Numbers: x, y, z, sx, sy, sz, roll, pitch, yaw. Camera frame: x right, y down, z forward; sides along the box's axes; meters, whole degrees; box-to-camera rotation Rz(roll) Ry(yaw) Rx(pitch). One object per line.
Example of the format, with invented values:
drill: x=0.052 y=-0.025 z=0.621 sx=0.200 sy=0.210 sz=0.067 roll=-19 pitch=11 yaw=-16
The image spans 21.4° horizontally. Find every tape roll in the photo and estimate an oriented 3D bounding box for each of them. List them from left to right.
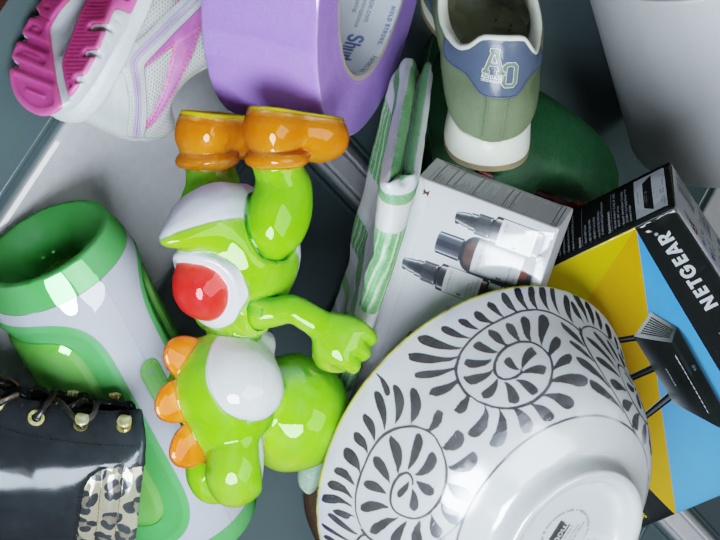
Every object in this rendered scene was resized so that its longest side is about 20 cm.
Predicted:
tape roll: x=-0.018 y=-0.176 z=1.018 sx=0.200 sy=0.065 sz=0.202 roll=12 pitch=90 yaw=-76
tape roll: x=0.257 y=-0.165 z=1.250 sx=0.202 sy=0.202 sz=0.140 roll=-40 pitch=125 yaw=-29

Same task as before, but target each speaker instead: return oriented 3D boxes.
speaker: x=-0.126 y=0.064 z=1.023 sx=0.088 sy=0.088 sz=0.201 roll=-43 pitch=126 yaw=-27

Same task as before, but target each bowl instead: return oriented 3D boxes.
bowl: x=0.084 y=0.119 z=0.994 sx=0.199 sy=0.094 sz=0.202 roll=-16 pitch=125 yaw=-25

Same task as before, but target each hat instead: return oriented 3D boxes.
hat: x=0.144 y=-0.065 z=1.146 sx=0.201 sy=0.174 sz=0.167 roll=65 pitch=25 yaw=-46

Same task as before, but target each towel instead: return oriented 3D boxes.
towel: x=0.000 y=0.000 z=1.059 sx=0.023 sy=0.153 sz=0.201 roll=15 pitch=122 yaw=-5

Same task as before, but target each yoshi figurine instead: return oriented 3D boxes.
yoshi figurine: x=-0.046 y=0.020 z=0.983 sx=0.111 sy=0.112 sz=0.202 roll=4 pitch=90 yaw=-1

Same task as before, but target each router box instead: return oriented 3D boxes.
router box: x=0.163 y=0.052 z=1.106 sx=0.200 sy=0.148 sz=0.051 roll=51 pitch=25 yaw=-28

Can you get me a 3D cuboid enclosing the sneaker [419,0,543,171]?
sneaker: x=0.072 y=-0.155 z=1.072 sx=0.066 sy=0.201 sz=0.090 roll=0 pitch=136 yaw=-3

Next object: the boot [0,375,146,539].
boot: x=-0.182 y=0.056 z=0.936 sx=0.152 sy=0.074 sz=0.206 roll=1 pitch=108 yaw=-12

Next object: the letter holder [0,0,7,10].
letter holder: x=-0.184 y=-0.195 z=0.911 sx=0.100 sy=0.142 sz=0.201 roll=34 pitch=70 yaw=-10

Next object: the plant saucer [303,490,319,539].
plant saucer: x=0.061 y=0.159 z=1.153 sx=0.201 sy=0.199 sz=0.035 roll=57 pitch=29 yaw=-35

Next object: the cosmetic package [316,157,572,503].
cosmetic package: x=0.044 y=0.049 z=1.046 sx=0.051 sy=0.082 sz=0.202 roll=-42 pitch=151 yaw=-67

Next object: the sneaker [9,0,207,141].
sneaker: x=-0.103 y=-0.156 z=1.006 sx=0.088 sy=0.081 sz=0.201 roll=35 pitch=82 yaw=-46
